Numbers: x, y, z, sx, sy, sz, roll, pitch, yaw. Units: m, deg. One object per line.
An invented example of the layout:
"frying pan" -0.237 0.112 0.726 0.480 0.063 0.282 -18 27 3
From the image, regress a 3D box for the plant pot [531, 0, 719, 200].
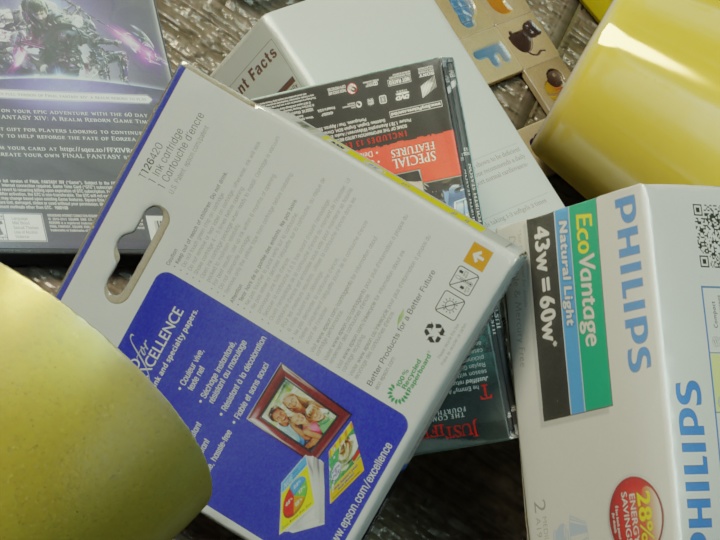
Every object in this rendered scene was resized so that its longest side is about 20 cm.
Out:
"plant pot" 0.212 -0.081 1.728 0.188 0.201 0.201 31 50 2

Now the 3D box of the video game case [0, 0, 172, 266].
"video game case" -0.165 -0.095 1.617 0.142 0.019 0.201 1 62 -31

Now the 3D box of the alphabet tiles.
"alphabet tiles" 0.045 -0.133 1.774 0.167 0.008 0.201 -23 76 -38

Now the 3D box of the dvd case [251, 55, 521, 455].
"dvd case" 0.000 0.000 1.545 0.022 0.145 0.201 -7 86 -64

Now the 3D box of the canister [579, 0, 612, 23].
"canister" 0.212 -0.236 1.884 0.200 0.087 0.149 -34 83 -38

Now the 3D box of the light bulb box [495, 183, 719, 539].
"light bulb box" 0.189 0.063 1.518 0.199 0.125 0.200 2 79 -35

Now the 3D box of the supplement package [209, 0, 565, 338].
"supplement package" 0.012 -0.047 1.630 0.117 0.117 0.201 -23 76 -39

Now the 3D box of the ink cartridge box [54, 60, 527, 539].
"ink cartridge box" -0.049 0.027 1.506 0.199 0.198 0.047 31 9 9

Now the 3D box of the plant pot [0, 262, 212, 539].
"plant pot" -0.191 0.101 1.389 0.200 0.200 0.142 40 67 -4
